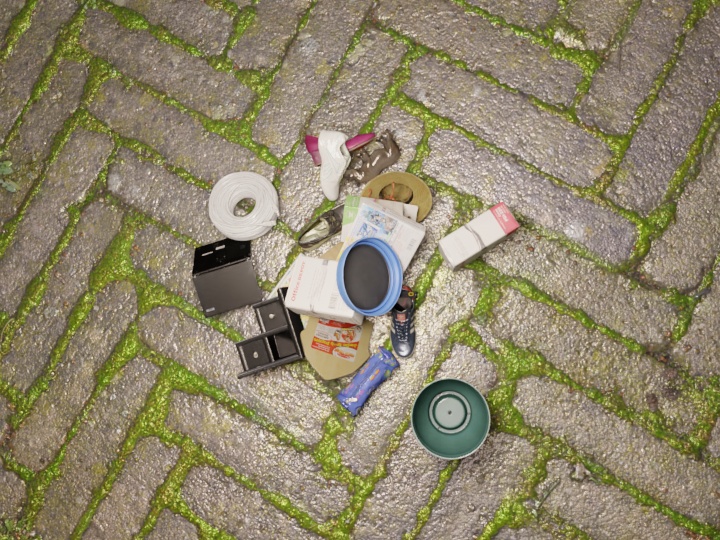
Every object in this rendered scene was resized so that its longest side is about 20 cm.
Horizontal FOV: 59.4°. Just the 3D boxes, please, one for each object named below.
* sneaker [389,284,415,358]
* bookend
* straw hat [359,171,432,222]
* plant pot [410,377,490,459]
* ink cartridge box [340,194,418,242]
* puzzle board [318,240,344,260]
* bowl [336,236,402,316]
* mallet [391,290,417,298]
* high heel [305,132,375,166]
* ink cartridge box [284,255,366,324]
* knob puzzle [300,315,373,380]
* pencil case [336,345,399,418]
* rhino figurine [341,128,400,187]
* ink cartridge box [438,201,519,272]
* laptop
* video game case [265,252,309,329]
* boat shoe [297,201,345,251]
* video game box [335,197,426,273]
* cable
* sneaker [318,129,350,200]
[{"bbox_3d":[0.113,0.138,1.714,0.074,0.085,0.202,-3,84,7],"label":"sneaker"},{"bbox_3d":[-0.263,0.170,1.737,0.197,0.092,0.202,-18,86,12],"label":"bookend"},{"bbox_3d":[0.099,-0.218,1.746,0.199,0.202,0.085,1,42,7],"label":"straw hat"},{"bbox_3d":[0.234,0.378,1.650,0.198,0.134,0.202,-1,84,8],"label":"plant pot"},{"bbox_3d":[0.052,-0.128,1.722,0.198,0.068,0.118,8,125,1],"label":"ink cartridge box"},{"bbox_3d":[0.000,0.000,1.766,0.150,0.017,0.200,-36,82,-8],"label":"puzzle board"},{"bbox_3d":[0.022,0.016,1.609,0.039,0.199,0.202,-6,82,51],"label":"bowl"},{"bbox_3d":[0.055,0.071,1.692,0.199,0.041,0.066,9,78,24],"label":"mallet"},{"bbox_3d":[-0.060,-0.375,1.793,0.199,0.067,0.097,-21,93,8],"label":"high heel"},{"bbox_3d":[-0.082,0.051,1.680,0.198,0.083,0.148,8,73,21],"label":"ink cartridge box"},{"bbox_3d":[-0.071,0.206,1.714,0.218,0.030,0.221,7,63,-13],"label":"knob puzzle"},{"bbox_3d":[0.019,0.300,1.709,0.078,0.087,0.200,40,89,13],"label":"pencil case"},{"bbox_3d":[0.026,-0.302,1.782,0.200,0.060,0.088,-39,89,5],"label":"rhino figurine"},{"bbox_3d":[0.310,-0.085,1.681,0.199,0.146,0.085,-34,80,2],"label":"ink cartridge box"},{"bbox_3d":[-0.377,0.007,1.797,0.176,0.104,0.201,-17,41,5],"label":"laptop"},{"bbox_3d":[-0.157,0.083,1.785,0.182,0.023,0.201,37,89,9],"label":"video game case"},{"bbox_3d":[-0.092,-0.127,1.775,0.200,0.066,0.072,-36,81,2],"label":"boat shoe"},{"bbox_3d":[0.052,-0.068,1.684,0.181,0.047,0.201,24,121,-4],"label":"video game box"},{"bbox_3d":[-0.330,-0.184,1.796,0.198,0.069,0.201,-16,70,2],"label":"cable"},{"bbox_3d":[-0.069,-0.288,1.752,0.080,0.071,0.202,5,116,15],"label":"sneaker"}]
